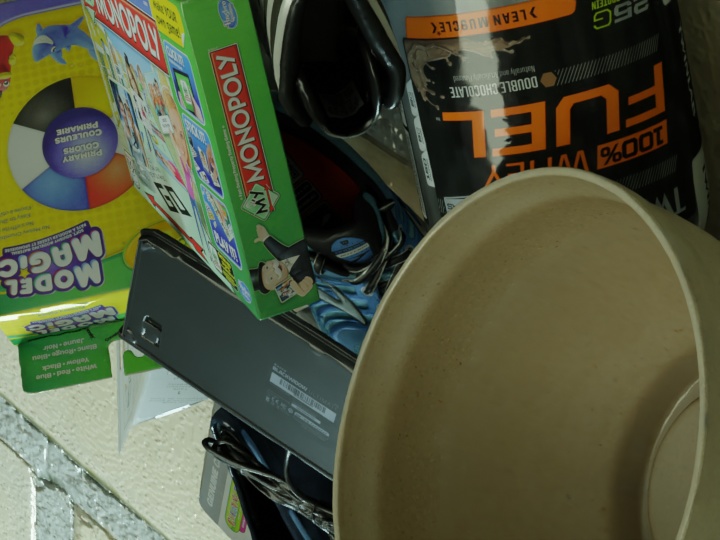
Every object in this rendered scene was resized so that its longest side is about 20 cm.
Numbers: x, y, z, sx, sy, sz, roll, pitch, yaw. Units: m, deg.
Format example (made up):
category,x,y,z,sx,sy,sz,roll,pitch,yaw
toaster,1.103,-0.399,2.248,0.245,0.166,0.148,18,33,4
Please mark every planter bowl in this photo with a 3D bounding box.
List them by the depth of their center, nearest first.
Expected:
category,x,y,z,sx,sy,sz,roll,pitch,yaw
planter bowl,0.101,0.074,0.734,0.200,0.135,0.201,-24,60,49

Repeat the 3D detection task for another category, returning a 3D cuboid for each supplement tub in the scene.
category,x,y,z,sx,sy,sz,roll,pitch,yaw
supplement tub,0.077,-0.072,0.822,0.122,0.122,0.200,7,118,47

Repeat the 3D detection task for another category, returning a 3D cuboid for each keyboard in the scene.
category,x,y,z,sx,sy,sz,roll,pitch,yaw
keyboard,-0.026,0.069,0.896,0.200,0.021,0.127,33,137,15

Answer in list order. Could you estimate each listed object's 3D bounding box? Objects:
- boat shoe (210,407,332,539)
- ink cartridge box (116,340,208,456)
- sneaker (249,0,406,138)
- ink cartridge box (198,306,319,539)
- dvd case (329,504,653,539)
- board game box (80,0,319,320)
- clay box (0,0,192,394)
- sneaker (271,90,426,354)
category,x,y,z,sx,sy,sz,roll,pitch,yaw
boat shoe,-0.038,0.146,1.001,0.084,0.069,0.200,-1,111,50
ink cartridge box,-0.106,0.001,1.099,0.200,0.057,0.163,110,158,-68
sneaker,-0.030,-0.094,0.810,0.201,0.075,0.116,95,162,-70
ink cartridge box,0.007,0.100,1.047,0.176,0.084,0.200,41,138,26
dvd case,0.058,0.160,0.895,0.200,0.025,0.151,13,101,45
board game box,-0.077,-0.074,0.843,0.200,0.029,0.135,-140,33,-62
clay box,-0.133,-0.046,0.987,0.048,0.115,0.200,76,-178,-67
sneaker,0.000,0.000,0.888,0.200,0.078,0.090,45,179,1
